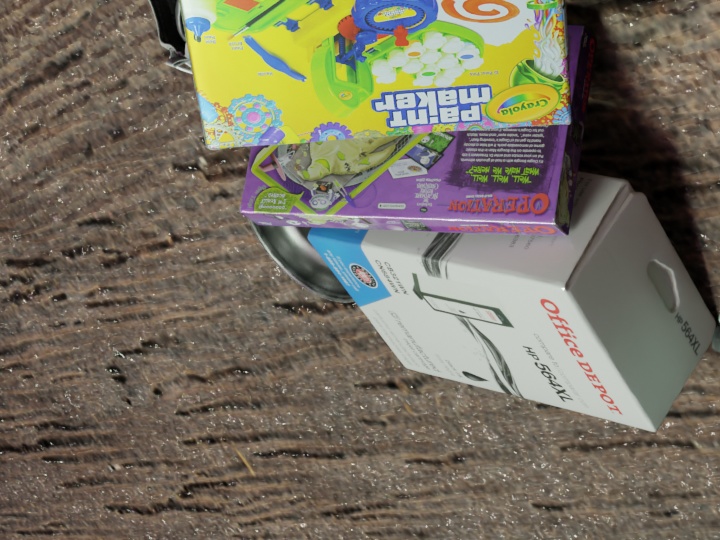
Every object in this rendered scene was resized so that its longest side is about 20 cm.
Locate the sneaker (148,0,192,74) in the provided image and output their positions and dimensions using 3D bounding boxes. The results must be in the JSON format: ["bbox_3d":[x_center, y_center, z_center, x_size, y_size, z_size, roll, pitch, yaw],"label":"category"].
[{"bbox_3d":[-0.090,-0.139,1.633,0.200,0.082,0.075,56,147,-10],"label":"sneaker"}]

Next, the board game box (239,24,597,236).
[{"bbox_3d":[0.032,-0.082,1.463,0.200,0.120,0.032,3,161,26],"label":"board game box"}]

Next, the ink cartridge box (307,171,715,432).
[{"bbox_3d":[0.091,0.006,1.519,0.200,0.084,0.146,13,150,42],"label":"ink cartridge box"}]

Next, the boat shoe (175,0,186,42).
[{"bbox_3d":[-0.063,-0.197,1.458,0.070,0.066,0.200,45,144,6],"label":"boat shoe"}]

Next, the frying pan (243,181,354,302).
[{"bbox_3d":[-0.001,-0.013,1.701,0.190,0.031,0.115,29,143,25],"label":"frying pan"}]

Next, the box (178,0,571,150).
[{"bbox_3d":[0.006,-0.179,1.347,0.200,0.122,0.193,-3,130,5],"label":"box"}]

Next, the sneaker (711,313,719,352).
[{"bbox_3d":[0.274,0.048,1.379,0.200,0.074,0.118,-6,124,56],"label":"sneaker"}]
